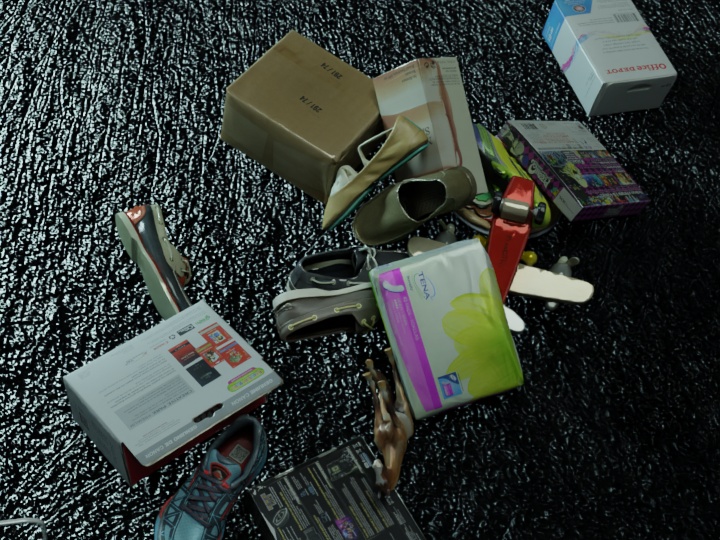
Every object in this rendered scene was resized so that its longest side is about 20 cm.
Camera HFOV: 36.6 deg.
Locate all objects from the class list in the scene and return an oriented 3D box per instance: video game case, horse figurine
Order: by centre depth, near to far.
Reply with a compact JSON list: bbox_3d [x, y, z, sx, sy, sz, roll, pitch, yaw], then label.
[{"bbox_3d":[0.033,0.175,1.321,0.050,0.133,0.200,-13,11,5],"label":"horse figurine"},{"bbox_3d":[0.321,-0.153,1.629,0.200,0.036,0.181,-8,54,-47],"label":"video game case"}]

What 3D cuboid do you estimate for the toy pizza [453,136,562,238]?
[{"bbox_3d":[0.215,-0.132,1.639,0.199,0.032,0.201,6,54,-8],"label":"toy pizza"}]

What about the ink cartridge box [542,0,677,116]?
[{"bbox_3d":[0.412,-0.360,1.812,0.144,0.085,0.201,-9,57,-18],"label":"ink cartridge box"}]

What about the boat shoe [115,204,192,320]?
[{"bbox_3d":[-0.257,-0.009,1.427,0.062,0.071,0.200,-18,56,-26],"label":"boat shoe"}]

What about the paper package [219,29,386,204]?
[{"bbox_3d":[-0.076,-0.227,1.599,0.200,0.104,0.191,32,53,11],"label":"paper package"}]

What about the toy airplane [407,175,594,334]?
[{"bbox_3d":[0.192,-0.003,1.493,0.199,0.141,0.200,-31,85,1],"label":"toy airplane"}]

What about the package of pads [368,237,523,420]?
[{"bbox_3d":[0.112,0.072,1.383,0.154,0.068,0.201,-17,88,-4],"label":"package of pads"}]

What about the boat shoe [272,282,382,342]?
[{"bbox_3d":[-0.013,0.056,1.434,0.199,0.072,0.060,-5,62,-11],"label":"boat shoe"}]

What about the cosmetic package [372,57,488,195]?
[{"bbox_3d":[0.098,-0.192,1.549,0.087,0.103,0.201,-13,88,-43],"label":"cosmetic package"}]

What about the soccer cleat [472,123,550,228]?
[{"bbox_3d":[0.216,-0.145,1.590,0.084,0.065,0.200,-27,64,-36],"label":"soccer cleat"}]

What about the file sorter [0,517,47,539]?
[{"bbox_3d":[-0.377,0.365,1.098,0.138,0.125,0.201,-4,56,-16],"label":"file sorter"}]

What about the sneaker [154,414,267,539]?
[{"bbox_3d":[-0.173,0.244,1.246,0.079,0.096,0.200,25,54,6],"label":"sneaker"}]

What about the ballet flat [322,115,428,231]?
[{"bbox_3d":[0.007,-0.138,1.513,0.063,0.200,0.069,49,18,0],"label":"ballet flat"}]

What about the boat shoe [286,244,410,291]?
[{"bbox_3d":[0.000,0.000,1.478,0.199,0.063,0.073,-8,55,-19],"label":"boat shoe"}]

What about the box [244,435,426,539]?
[{"bbox_3d":[-0.018,0.312,1.265,0.160,0.044,0.200,-22,63,-25],"label":"box"}]

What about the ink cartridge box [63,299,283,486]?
[{"bbox_3d":[-0.215,0.153,1.285,0.200,0.084,0.175,-30,50,-28],"label":"ink cartridge box"}]

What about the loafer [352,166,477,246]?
[{"bbox_3d":[0.061,-0.090,1.484,0.067,0.200,0.076,-5,71,-58],"label":"loafer"}]
